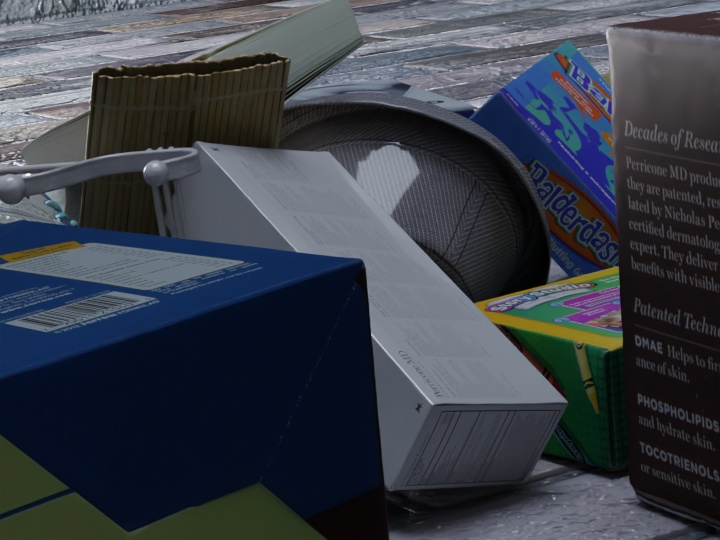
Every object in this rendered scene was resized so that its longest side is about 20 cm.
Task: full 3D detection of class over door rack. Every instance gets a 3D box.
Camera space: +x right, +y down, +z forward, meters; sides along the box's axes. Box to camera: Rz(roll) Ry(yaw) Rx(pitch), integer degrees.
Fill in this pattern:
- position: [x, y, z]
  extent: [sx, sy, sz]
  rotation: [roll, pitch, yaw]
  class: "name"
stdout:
- position: [-0.155, 0.022, 1.046]
  extent: [0.199, 0.149, 0.067]
  rotation: [0, 16, 30]
  class: "over door rack"

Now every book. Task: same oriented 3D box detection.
- position: [-0.094, -0.105, 1.311]
  extent: [0.133, 0.048, 0.200]
  rotation: [-17, 11, 26]
  class: "book"

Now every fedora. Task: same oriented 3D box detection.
- position: [0.000, 0.000, 1.159]
  extent: [0.199, 0.177, 0.091]
  rotation: [-19, 36, 38]
  class: "fedora"

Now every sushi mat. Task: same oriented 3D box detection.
- position: [-0.090, -0.012, 1.091]
  extent: [0.095, 0.201, 0.012]
  rotation: [-6, 36, -22]
  class: "sushi mat"

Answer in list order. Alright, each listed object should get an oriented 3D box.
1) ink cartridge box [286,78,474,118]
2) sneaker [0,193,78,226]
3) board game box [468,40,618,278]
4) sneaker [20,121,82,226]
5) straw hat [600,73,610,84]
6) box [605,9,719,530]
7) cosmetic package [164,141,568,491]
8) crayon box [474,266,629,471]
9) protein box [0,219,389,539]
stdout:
- position: [-0.053, -0.091, 1.456]
  extent: [0.198, 0.041, 0.200]
  rotation: [-8, 12, -22]
  class: "ink cartridge box"
- position: [-0.159, -0.004, 1.165]
  extent: [0.199, 0.078, 0.087]
  rotation: [20, 48, -9]
  class: "sneaker"
- position: [0.134, -0.047, 1.270]
  extent: [0.045, 0.152, 0.200]
  rotation: [-43, 0, 20]
  class: "board game box"
- position: [-0.179, 0.018, 1.288]
  extent: [0.073, 0.116, 0.201]
  rotation: [29, 29, -27]
  class: "sneaker"
- position: [0.194, -0.066, 1.467]
  extent: [0.200, 0.086, 0.201]
  rotation: [-4, 18, 1]
  class: "straw hat"
- position: [0.212, -0.003, 0.898]
  extent: [0.165, 0.201, 0.164]
  rotation: [-10, 13, -27]
  class: "box"
- position: [-0.003, 0.018, 1.011]
  extent: [0.082, 0.051, 0.200]
  rotation: [5, 32, -42]
  class: "cosmetic package"
- position: [0.151, 0.035, 1.080]
  extent: [0.199, 0.059, 0.119]
  rotation: [-14, 15, -34]
  class: "crayon box"
- position: [-0.129, 0.071, 0.840]
  extent: [0.199, 0.136, 0.198]
  rotation: [6, 17, 42]
  class: "protein box"
